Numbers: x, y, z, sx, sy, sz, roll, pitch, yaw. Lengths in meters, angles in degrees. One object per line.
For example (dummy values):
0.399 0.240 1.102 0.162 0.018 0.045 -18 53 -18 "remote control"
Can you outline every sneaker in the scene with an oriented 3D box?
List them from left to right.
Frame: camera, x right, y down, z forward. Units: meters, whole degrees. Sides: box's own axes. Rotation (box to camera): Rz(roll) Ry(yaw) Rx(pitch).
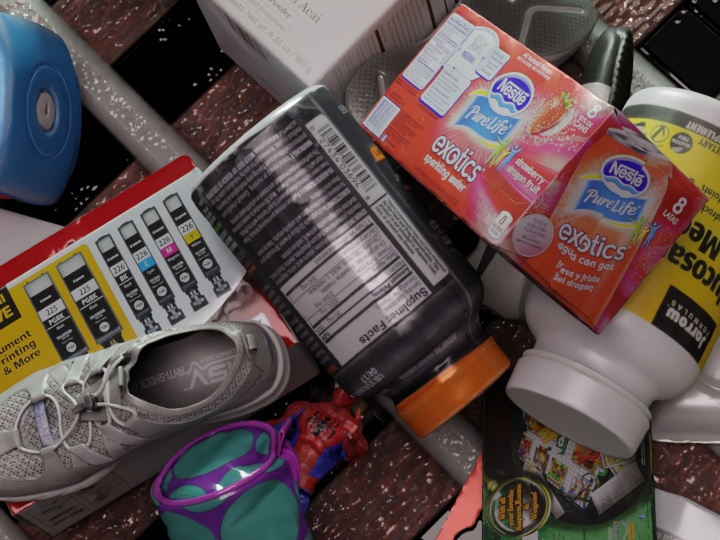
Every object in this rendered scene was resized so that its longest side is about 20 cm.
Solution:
-0.141 0.068 1.214 0.199 0.082 0.075 -24 74 1 "sneaker"
0.066 -0.126 1.369 0.200 0.080 0.071 -31 70 -23 "sneaker"
0.111 -0.068 1.340 0.088 0.074 0.201 19 80 17 "sneaker"

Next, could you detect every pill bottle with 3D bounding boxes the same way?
0.000 0.000 1.244 0.106 0.106 0.200 -38 89 -5 "pill bottle"
0.167 0.003 1.260 0.112 0.113 0.201 25 77 14 "pill bottle"

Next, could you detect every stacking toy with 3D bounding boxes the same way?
-0.292 -0.101 1.403 0.198 0.110 0.117 -1 84 20 "stacking toy"

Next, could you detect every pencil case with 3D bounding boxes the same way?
-0.042 0.188 1.225 0.092 0.085 0.201 -21 109 15 "pencil case"

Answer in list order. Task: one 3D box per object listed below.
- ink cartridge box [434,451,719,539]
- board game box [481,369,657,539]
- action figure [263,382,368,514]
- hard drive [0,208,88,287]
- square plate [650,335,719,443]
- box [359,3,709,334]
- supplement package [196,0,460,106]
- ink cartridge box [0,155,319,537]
0.134 0.196 1.271 0.199 0.047 0.161 27 78 13 "ink cartridge box"
0.123 0.143 1.262 0.104 0.024 0.201 -4 52 10 "board game box"
-0.053 0.139 1.292 0.065 0.099 0.201 28 76 14 "action figure"
-0.181 0.043 1.372 0.199 0.026 0.133 16 76 12 "hard drive"
0.276 0.009 1.318 0.196 0.028 0.202 2 73 8 "square plate"
0.095 -0.062 1.217 0.100 0.095 0.200 -50 32 3 "box"
0.005 -0.200 1.371 0.121 0.120 0.200 42 82 18 "supplement package"
-0.156 0.034 1.314 0.199 0.084 0.176 -32 72 -1 "ink cartridge box"
